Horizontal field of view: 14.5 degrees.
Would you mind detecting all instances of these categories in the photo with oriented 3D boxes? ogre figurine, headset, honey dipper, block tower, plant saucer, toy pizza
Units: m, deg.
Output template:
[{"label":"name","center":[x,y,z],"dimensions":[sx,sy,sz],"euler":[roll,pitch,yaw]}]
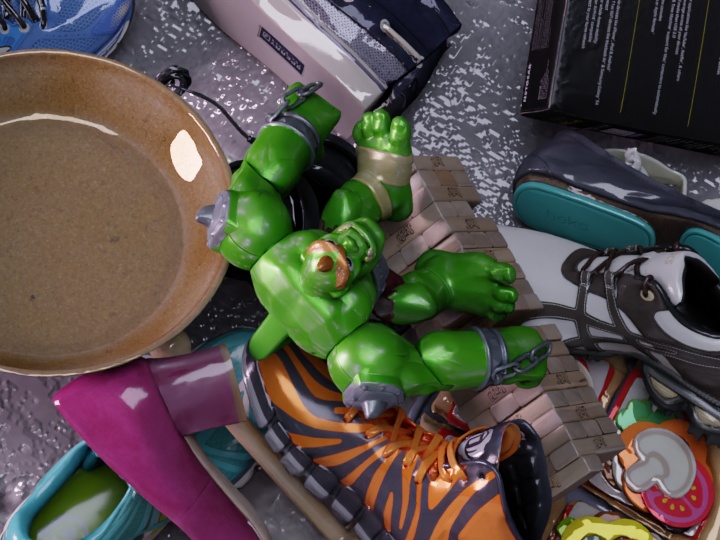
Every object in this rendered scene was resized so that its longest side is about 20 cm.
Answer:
[{"label":"ogre figurine","center":[0.000,0.000,1.476],"dimensions":[0.120,0.098,0.201],"euler":[-34,97,-38]},{"label":"headset","center":[-0.052,-0.030,1.586],"dimensions":[0.200,0.094,0.123],"euler":[50,31,3]},{"label":"honey dipper","center":[-0.045,0.107,1.529],"dimensions":[0.038,0.038,0.200],"euler":[-45,101,-17]},{"label":"block tower","center":[0.070,0.035,1.547],"dimensions":[0.054,0.058,0.201],"euler":[-38,71,29]},{"label":"plant saucer","center":[-0.165,-0.025,1.496],"dimensions":[0.199,0.035,0.201],"euler":[3,60,-5]},{"label":"toy pizza","center":[0.117,0.121,1.576],"dimensions":[0.199,0.032,0.201],"euler":[1,70,-3]}]

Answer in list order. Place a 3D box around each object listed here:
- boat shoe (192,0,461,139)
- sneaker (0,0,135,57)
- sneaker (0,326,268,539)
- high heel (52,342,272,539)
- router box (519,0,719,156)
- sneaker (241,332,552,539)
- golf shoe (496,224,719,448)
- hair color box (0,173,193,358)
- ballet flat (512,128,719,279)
[{"label":"boat shoe","center":[-0.032,-0.170,1.657],"dimensions":[0.200,0.075,0.093],"euler":[46,67,4]},{"label":"sneaker","center":[-0.222,-0.137,1.616],"dimensions":[0.199,0.089,0.079],"euler":[-20,74,-11]},{"label":"sneaker","center":[-0.114,0.105,1.542],"dimensions":[0.200,0.080,0.078],"euler":[-42,78,-17]},{"label":"high heel","center":[-0.095,0.140,1.491],"dimensions":[0.096,0.067,0.201],"euler":[-14,98,-6]},{"label":"router box","center":[0.181,-0.174,1.628],"dimensions":[0.149,0.051,0.201],"euler":[11,87,-18]},{"label":"sneaker","center":[0.031,0.091,1.499],"dimensions":[0.200,0.112,0.078],"euler":[50,38,-2]},{"label":"golf shoe","center":[0.149,0.010,1.573],"dimensions":[0.199,0.095,0.078],"euler":[27,41,12]},{"label":"hair color box","center":[-0.195,-0.006,1.565],"dimensions":[0.199,0.102,0.061],"euler":[14,68,0]},{"label":"ballet flat","center":[0.184,-0.025,1.616],"dimensions":[0.199,0.073,0.073],"euler":[26,71,13]}]
